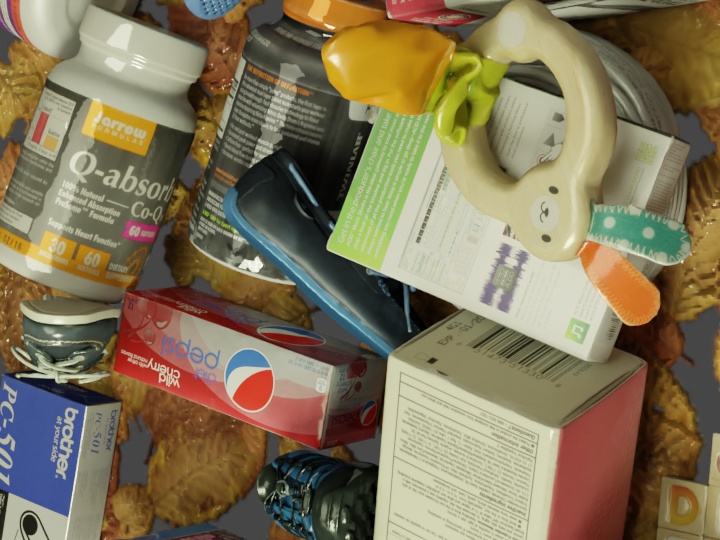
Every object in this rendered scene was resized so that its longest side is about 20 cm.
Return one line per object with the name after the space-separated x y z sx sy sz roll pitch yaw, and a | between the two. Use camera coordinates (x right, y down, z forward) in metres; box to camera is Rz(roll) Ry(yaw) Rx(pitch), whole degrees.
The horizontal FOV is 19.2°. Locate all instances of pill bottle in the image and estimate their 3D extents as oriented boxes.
-0.189 -0.086 1.566 0.116 0.116 0.200 25 98 33 | pill bottle
-0.043 -0.099 1.468 0.106 0.106 0.200 29 109 32 | pill bottle
-0.266 -0.246 1.626 0.200 0.112 0.113 31 110 31 | pill bottle

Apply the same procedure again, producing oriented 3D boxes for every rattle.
0.087 -0.060 1.219 0.130 0.143 0.200 -30 69 24 | rattle

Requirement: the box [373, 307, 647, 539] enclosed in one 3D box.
0.091 0.138 1.339 0.128 0.109 0.200 23 124 31 | box

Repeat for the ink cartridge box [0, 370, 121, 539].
-0.249 0.187 1.673 0.094 0.044 0.200 17 102 33 | ink cartridge box

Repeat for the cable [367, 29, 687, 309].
0.114 -0.057 1.376 0.200 0.069 0.200 -31 75 33 | cable

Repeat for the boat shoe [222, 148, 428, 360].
0.000 0.000 1.415 0.069 0.200 0.084 -50 25 -7 | boat shoe

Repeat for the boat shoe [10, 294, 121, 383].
-0.218 0.051 1.564 0.200 0.075 0.062 -178 97 -80 | boat shoe

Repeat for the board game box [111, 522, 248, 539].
-0.094 0.260 1.488 0.200 0.159 0.097 17 102 36 | board game box

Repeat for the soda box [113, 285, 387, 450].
-0.081 0.067 1.526 0.200 0.070 0.064 17 104 35 | soda box

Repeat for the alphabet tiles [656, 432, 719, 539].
0.254 0.206 1.319 0.166 0.006 0.200 9 97 37 | alphabet tiles

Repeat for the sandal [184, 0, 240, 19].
-0.051 -0.236 1.490 0.200 0.079 0.087 -40 72 33 | sandal

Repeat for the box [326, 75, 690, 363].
0.088 -0.045 1.317 0.200 0.036 0.145 24 95 28 | box

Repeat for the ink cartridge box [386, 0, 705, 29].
0.133 -0.203 1.307 0.200 0.145 0.084 -5 88 37 | ink cartridge box

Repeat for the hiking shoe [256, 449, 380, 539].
-0.029 0.157 1.408 0.087 0.200 0.075 11 85 3 | hiking shoe
